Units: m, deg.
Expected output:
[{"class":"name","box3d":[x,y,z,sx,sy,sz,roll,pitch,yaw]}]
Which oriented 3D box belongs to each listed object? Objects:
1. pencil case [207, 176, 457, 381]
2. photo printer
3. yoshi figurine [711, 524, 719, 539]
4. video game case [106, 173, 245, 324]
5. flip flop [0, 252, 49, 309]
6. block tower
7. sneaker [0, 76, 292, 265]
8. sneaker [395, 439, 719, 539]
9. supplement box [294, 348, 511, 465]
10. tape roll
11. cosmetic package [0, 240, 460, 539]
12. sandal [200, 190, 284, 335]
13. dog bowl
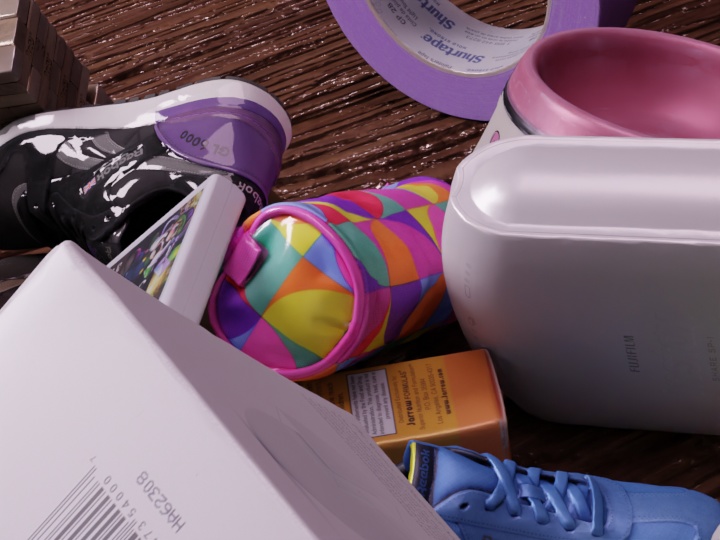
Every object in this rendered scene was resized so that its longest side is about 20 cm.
[{"class":"pencil case","box3d":[0.000,0.000,0.906,0.088,0.089,0.200,4,7,20]},{"class":"photo printer","box3d":[0.137,0.010,0.845,0.199,0.167,0.070,3,54,18]},{"class":"yoshi figurine","box3d":[0.208,0.101,0.740,0.200,0.112,0.112,-29,44,-23]},{"class":"video game case","box3d":[-0.134,0.069,0.828,0.182,0.023,0.200,-37,25,39]},{"class":"flip flop","box3d":[-0.145,0.020,1.007,0.199,0.058,0.081,-15,19,-37]},{"class":"block tower","box3d":[-0.172,-0.080,1.038,0.058,0.200,0.054,-7,61,20]},{"class":"sneaker","box3d":[-0.134,-0.035,0.955,0.199,0.076,0.088,-15,43,28]},{"class":"sneaker","box3d":[0.062,0.110,0.789,0.199,0.079,0.066,-6,31,3]},{"class":"supplement box","box3d":[-0.032,0.092,0.850,0.199,0.067,0.069,-10,32,-1]},{"class":"tape roll","box3d":[0.070,-0.195,1.141,0.199,0.201,0.066,12,38,29]},{"class":"cosmetic package","box3d":[-0.032,0.124,0.616,0.123,0.200,0.199,-48,54,5]},{"class":"sandal","box3d":[-0.068,0.024,0.963,0.080,0.054,0.200,28,33,-26]},{"class":"dog bowl","box3d":[0.160,-0.065,0.986,0.199,0.074,0.200,7,28,-4]}]
